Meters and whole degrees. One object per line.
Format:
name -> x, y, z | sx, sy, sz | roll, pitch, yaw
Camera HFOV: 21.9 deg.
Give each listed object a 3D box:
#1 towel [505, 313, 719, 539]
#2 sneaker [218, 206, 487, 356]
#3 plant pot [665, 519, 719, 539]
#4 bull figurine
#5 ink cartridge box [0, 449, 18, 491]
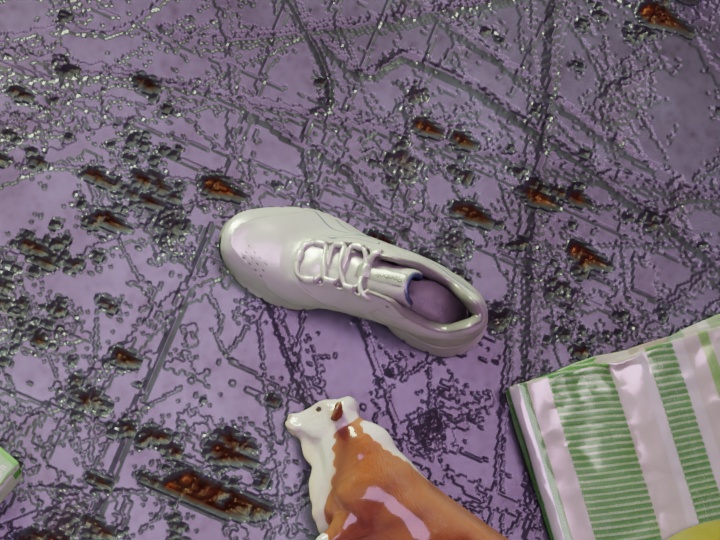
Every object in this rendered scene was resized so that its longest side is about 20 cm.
towel -> 0.215, 0.124, 1.324 | 0.199, 0.023, 0.154 | -16, 86, -12
sneaker -> 0.000, 0.000, 1.274 | 0.198, 0.087, 0.075 | 16, 82, -5
plant pot -> 0.277, 0.274, 1.242 | 0.198, 0.142, 0.202 | 0, 88, -11
bull figurine -> 0.017, 0.178, 1.264 | 0.199, 0.065, 0.122 | 36, 82, 0
ink cartridge box -> -0.316, 0.093, 1.173 | 0.200, 0.145, 0.084 | 40, 78, -2
